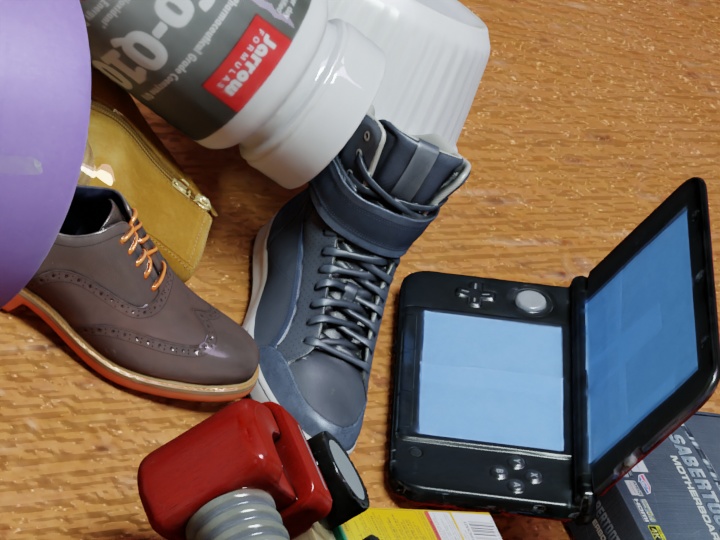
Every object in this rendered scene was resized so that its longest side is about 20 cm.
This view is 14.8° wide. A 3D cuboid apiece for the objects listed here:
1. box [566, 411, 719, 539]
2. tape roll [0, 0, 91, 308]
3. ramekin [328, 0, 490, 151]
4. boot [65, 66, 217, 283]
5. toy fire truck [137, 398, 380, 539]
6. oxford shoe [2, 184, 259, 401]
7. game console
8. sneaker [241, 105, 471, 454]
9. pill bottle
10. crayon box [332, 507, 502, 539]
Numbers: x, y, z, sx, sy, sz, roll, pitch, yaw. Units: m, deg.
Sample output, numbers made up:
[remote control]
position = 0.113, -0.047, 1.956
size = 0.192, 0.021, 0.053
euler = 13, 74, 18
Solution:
[box]
position = 0.206, 0.172, 1.649
size = 0.157, 0.051, 0.201
euler = 9, 44, -41
[tape roll]
position = -0.222, -0.077, 1.353
size = 0.085, 0.200, 0.201
euler = 9, 44, -41
[ramekin]
position = -0.011, -0.147, 1.698
size = 0.202, 0.095, 0.202
euler = 30, 11, -7
[boot]
position = -0.146, -0.079, 1.577
size = 0.144, 0.071, 0.202
euler = 38, 24, -27
[toy fire truck]
position = -0.068, 0.143, 1.299
size = 0.200, 0.128, 0.177
euler = 47, 15, -57
[oxford shoe]
position = -0.129, 0.005, 1.472
size = 0.199, 0.073, 0.071
euler = 28, 33, -21
[game console]
position = 0.108, 0.035, 1.592
size = 0.171, 0.119, 0.201
euler = 7, 37, -2
[sneaker]
position = -0.001, -0.001, 1.551
size = 0.077, 0.146, 0.203
euler = 26, 37, -26
[pill bottle]
position = -0.090, -0.140, 1.530
size = 0.200, 0.114, 0.114
euler = 36, 32, -19
[crayon box]
position = 0.048, 0.217, 1.420
size = 0.118, 0.058, 0.201
euler = 7, 45, -41
